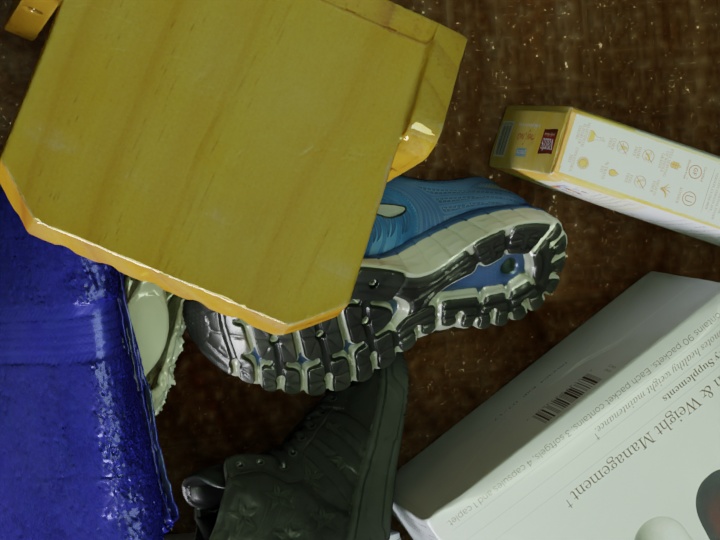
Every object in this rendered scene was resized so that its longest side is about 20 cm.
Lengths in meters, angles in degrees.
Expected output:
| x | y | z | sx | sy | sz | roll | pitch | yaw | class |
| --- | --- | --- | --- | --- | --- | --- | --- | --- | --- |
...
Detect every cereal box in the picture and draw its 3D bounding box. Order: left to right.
| x | y | z | sx | sy | sz | roll | pitch | yaw | class |
| --- | --- | --- | --- | --- | --- | --- | --- | --- | --- |
| 0.175 | -0.036 | 1.454 | 0.199 | 0.144 | 0.040 | 18 | 90 | -11 | cereal box |

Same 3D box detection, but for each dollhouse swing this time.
| x | y | z | sx | sy | sz | roll | pitch | yaw | class |
| --- | --- | --- | --- | --- | --- | --- | --- | --- | --- |
| -0.079 | -0.064 | 1.372 | 0.200 | 0.182 | 0.176 | 22 | 78 | -11 | dollhouse swing |

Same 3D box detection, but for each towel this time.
| x | y | z | sx | sy | sz | roll | pitch | yaw | class |
| --- | --- | --- | --- | --- | --- | --- | --- | --- | --- |
| -0.156 | 0.042 | 1.416 | 0.049 | 0.147 | 0.201 | -14 | 97 | -43 | towel |

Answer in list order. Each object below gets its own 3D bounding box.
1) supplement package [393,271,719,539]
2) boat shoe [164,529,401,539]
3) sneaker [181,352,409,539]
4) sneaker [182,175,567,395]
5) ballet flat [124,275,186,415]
| x | y | z | sx | sy | sz | roll | pitch | yaw | class |
| --- | --- | --- | --- | --- | --- | --- | --- | --- | --- |
| 0.150 | 0.138 | 1.460 | 0.191 | 0.147 | 0.200 | -38 | 98 | -5 | supplement package |
| -0.075 | 0.167 | 1.461 | 0.199 | 0.074 | 0.066 | -2 | 90 | -8 | boat shoe |
| -0.038 | 0.106 | 1.425 | 0.104 | 0.060 | 0.200 | 15 | 54 | -13 | sneaker |
| 0.000 | 0.000 | 1.455 | 0.199 | 0.089 | 0.079 | -14 | 126 | -24 | sneaker |
| -0.103 | -0.013 | 1.448 | 0.072 | 0.072 | 0.201 | 8 | 92 | -10 | ballet flat |
